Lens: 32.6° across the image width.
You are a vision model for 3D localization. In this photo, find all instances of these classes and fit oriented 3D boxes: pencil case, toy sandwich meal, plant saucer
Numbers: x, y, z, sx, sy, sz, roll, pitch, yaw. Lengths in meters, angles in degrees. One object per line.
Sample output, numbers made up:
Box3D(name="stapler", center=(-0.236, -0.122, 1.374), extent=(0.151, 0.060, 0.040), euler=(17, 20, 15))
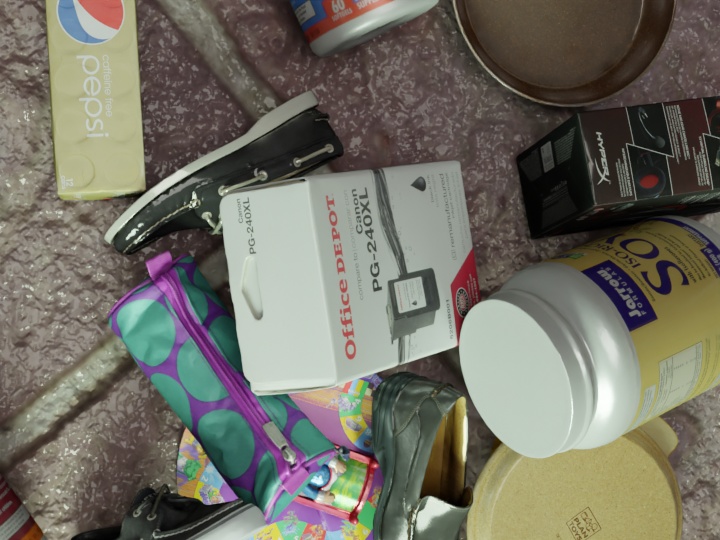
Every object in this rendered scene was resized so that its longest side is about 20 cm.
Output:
Box3D(name="pencil case", center=(-0.101, 0.086, 0.913), extent=(0.085, 0.093, 0.200), euler=(-34, 78, -24))
Box3D(name="toy sandwich meal", center=(0.173, 0.196, 1.015), extent=(0.204, 0.070, 0.207), euler=(-1, 93, -10))
Box3D(name="plant saucer", center=(0.167, -0.235, 1.026), extent=(0.199, 0.034, 0.202), euler=(0, 89, -12))

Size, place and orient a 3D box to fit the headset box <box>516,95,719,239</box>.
Box3D(name="headset box", center=(0.245, -0.084, 0.981), extent=(0.199, 0.149, 0.076), euler=(-8, 84, -13))

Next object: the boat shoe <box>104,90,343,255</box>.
Box3D(name="boat shoe", center=(-0.103, -0.064, 0.951), extent=(0.200, 0.074, 0.061), euler=(-35, 92, -18))

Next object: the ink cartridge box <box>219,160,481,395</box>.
Box3D(name="ink cartridge box", center=(0.000, 0.000, 0.911), extent=(0.199, 0.083, 0.146), euler=(-13, 95, -53))

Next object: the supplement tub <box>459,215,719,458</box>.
Box3D(name="supplement tub", center=(0.190, 0.050, 0.944), extent=(0.199, 0.145, 0.146), euler=(-20, 95, -32))

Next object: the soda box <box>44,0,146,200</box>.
Box3D(name="soda box", center=(-0.202, -0.155, 0.931), extent=(0.067, 0.064, 0.202), euler=(-3, 90, -12))

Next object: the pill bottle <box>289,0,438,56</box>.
Box3D(name="pill bottle", center=(-0.025, -0.277, 0.944), extent=(0.112, 0.112, 0.201), euler=(-26, 95, -11))

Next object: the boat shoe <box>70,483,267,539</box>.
Box3D(name="boat shoe", center=(-0.148, 0.191, 0.896), extent=(0.070, 0.200, 0.067), euler=(-20, 82, -47))

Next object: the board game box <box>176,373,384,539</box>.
Box3D(name="board game box", center=(-0.044, 0.165, 0.977), extent=(0.199, 0.039, 0.159), euler=(-25, 95, -11))

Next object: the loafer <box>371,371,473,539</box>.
Box3D(name="loafer", center=(0.054, 0.183, 0.969), extent=(0.073, 0.072, 0.202), euler=(-16, 103, -43))

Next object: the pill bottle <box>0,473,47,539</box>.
Box3D(name="pill bottle", center=(-0.322, 0.155, 0.880), extent=(0.113, 0.113, 0.201), euler=(-34, 97, -10))
